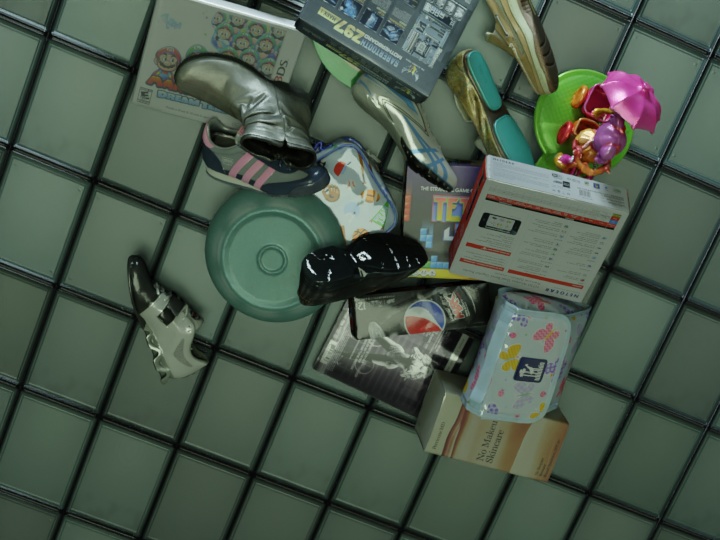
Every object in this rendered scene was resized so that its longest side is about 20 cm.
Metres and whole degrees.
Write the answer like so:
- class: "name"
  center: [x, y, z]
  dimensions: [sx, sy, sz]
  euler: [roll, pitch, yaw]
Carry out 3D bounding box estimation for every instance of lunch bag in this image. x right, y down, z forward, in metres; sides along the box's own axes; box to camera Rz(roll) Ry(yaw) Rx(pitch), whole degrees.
- class: "lunch bag"
  center: [-0.051, -0.091, 1.652]
  dimensions: [0.199, 0.076, 0.161]
  euler: [-31, 101, 7]
- class: "lunch bag"
  center: [0.228, 0.118, 1.641]
  dimensions: [0.126, 0.199, 0.171]
  euler: [24, 104, 28]

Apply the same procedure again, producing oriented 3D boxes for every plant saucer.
- class: "plant saucer"
  center: [-0.120, -0.019, 1.618]
  dimensions: [0.198, 0.036, 0.202]
  euler: [1, 107, 3]

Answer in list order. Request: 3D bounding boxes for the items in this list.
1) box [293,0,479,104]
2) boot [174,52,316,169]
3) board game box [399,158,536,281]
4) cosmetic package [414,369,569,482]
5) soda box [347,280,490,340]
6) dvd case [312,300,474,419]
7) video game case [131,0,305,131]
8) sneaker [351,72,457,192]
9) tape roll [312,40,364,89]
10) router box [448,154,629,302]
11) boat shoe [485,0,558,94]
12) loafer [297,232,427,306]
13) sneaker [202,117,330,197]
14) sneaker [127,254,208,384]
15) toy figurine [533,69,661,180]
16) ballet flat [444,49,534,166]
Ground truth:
- class: "box"
  center: [0.035, -0.336, 1.526]
  dimensions: [0.199, 0.051, 0.159]
  euler: [29, 79, -8]
- class: "boot"
  center: [-0.148, -0.207, 1.532]
  dimensions: [0.198, 0.131, 0.068]
  euler: [16, 130, -17]
- class: "board game box"
  center: [0.156, -0.072, 1.672]
  dimensions: [0.198, 0.057, 0.167]
  euler: [2, 106, -3]
- class: "cosmetic package"
  center: [0.192, 0.229, 1.727]
  dimensions: [0.198, 0.087, 0.104]
  euler: [14, 106, -11]
- class: "soda box"
  center: [0.084, 0.055, 1.682]
  dimensions: [0.198, 0.071, 0.064]
  euler: [-6, 94, -6]
- class: "dvd case"
  center: [0.049, 0.121, 1.740]
  dimensions: [0.199, 0.016, 0.150]
  euler: [26, 101, -7]
- class: "video game case"
  center: [-0.192, -0.275, 1.572]
  dimensions: [0.198, 0.024, 0.183]
  euler: [13, 130, -14]
- class: "sneaker"
  center: [0.071, -0.191, 1.582]
  dimensions: [0.072, 0.072, 0.200]
  euler: [-42, 103, -7]
- class: "tape roll"
  center: [0.029, -0.342, 1.600]
  dimensions: [0.198, 0.048, 0.203]
  euler: [0, 105, -2]
- class: "router box"
  center: [0.236, -0.053, 1.584]
  dimensions: [0.198, 0.049, 0.180]
  euler: [13, 134, -7]
- class: "boat shoe"
  center: [0.206, -0.326, 1.596]
  dimensions: [0.076, 0.072, 0.202]
  euler: [-21, 84, 21]
- class: "loafer"
  center: [0.000, 0.000, 1.605]
  dimensions: [0.198, 0.073, 0.073]
  euler: [-9, 146, -29]
- class: "sneaker"
  center: [-0.133, -0.154, 1.581]
  dimensions: [0.198, 0.070, 0.083]
  euler: [12, 130, 25]
- class: "sneaker"
  center: [-0.275, 0.061, 1.688]
  dimensions: [0.088, 0.074, 0.202]
  euler: [-16, 114, 3]
- class: "toy figurine"
  center: [0.318, -0.187, 1.552]
  dimensions: [0.149, 0.184, 0.202]
  euler: [26, 84, -9]
- class: "ballet flat"
  center: [0.175, -0.206, 1.623]
  dimensions: [0.070, 0.071, 0.201]
  euler: [-26, 92, 5]
